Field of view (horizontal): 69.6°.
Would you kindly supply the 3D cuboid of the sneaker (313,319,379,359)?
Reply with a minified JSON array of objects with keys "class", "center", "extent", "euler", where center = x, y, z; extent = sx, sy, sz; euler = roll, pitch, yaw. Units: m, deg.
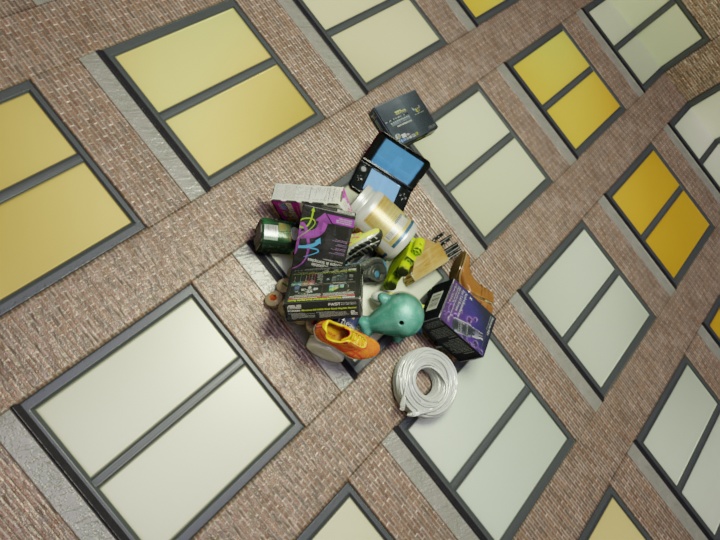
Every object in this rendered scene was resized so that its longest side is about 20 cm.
[{"class":"sneaker","center":[-0.027,0.183,1.331],"extent":[0.199,0.077,0.074],"euler":[22,67,-30]}]

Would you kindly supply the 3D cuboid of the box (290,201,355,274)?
[{"class":"box","center":[-0.101,-0.071,1.384],"extent":[0.141,0.036,0.202],"euler":[11,113,-5]}]

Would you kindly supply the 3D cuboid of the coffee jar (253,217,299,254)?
[{"class":"coffee jar","center":[-0.191,-0.090,1.448],"extent":[0.198,0.104,0.086],"euler":[6,70,-23]}]

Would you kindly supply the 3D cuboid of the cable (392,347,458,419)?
[{"class":"cable","center":[0.189,0.328,1.508],"extent":[0.198,0.069,0.202],"euler":[10,70,-22]}]

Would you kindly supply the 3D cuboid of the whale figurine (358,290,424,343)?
[{"class":"whale figurine","center":[0.082,0.140,1.458],"extent":[0.198,0.104,0.161],"euler":[-18,104,9]}]

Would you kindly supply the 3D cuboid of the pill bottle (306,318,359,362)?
[{"class":"pill bottle","center":[-0.063,0.140,1.429],"extent":[0.110,0.111,0.201],"euler":[28,65,-13]}]

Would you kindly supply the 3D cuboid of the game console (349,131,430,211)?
[{"class":"game console","center":[0.093,-0.301,1.633],"extent":[0.199,0.119,0.174],"euler":[30,64,-12]}]

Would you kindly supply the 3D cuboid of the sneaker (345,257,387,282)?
[{"class":"sneaker","center":[0.000,0.000,1.522],"extent":[0.199,0.081,0.074],"euler":[-3,91,-47]}]

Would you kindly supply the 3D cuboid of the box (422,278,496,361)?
[{"class":"box","center":[0.287,0.150,1.536],"extent":[0.200,0.104,0.149],"euler":[39,56,-18]}]

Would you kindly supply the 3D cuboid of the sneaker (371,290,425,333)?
[{"class":"sneaker","center":[0.117,0.131,1.533],"extent":[0.198,0.076,0.106],"euler":[19,68,-19]}]

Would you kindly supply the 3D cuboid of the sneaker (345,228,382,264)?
[{"class":"sneaker","center":[-0.031,-0.081,1.490],"extent":[0.199,0.078,0.091],"euler":[-26,65,14]}]

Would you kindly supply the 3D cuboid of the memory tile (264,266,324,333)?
[{"class":"memory tile","center":[-0.149,0.073,1.404],"extent":[0.199,0.017,0.154],"euler":[27,60,25]}]

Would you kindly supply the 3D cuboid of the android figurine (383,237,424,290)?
[{"class":"android figurine","center":[0.127,-0.024,1.528],"extent":[0.041,0.183,0.200],"euler":[34,32,-4]}]

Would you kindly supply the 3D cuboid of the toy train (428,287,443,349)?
[{"class":"toy train","center":[0.246,0.147,1.607],"extent":[0.056,0.042,0.202],"euler":[-2,75,-14]}]

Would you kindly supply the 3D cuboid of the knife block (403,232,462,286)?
[{"class":"knife block","center":[0.235,-0.029,1.641],"extent":[0.174,0.064,0.202],"euler":[18,67,-17]}]

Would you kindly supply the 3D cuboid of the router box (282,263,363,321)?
[{"class":"router box","center":[-0.090,0.056,1.336],"extent":[0.198,0.063,0.150],"euler":[-4,34,5]}]

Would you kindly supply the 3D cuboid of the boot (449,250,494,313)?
[{"class":"boot","center":[0.367,0.050,1.667],"extent":[0.154,0.077,0.202],"euler":[16,71,-17]}]

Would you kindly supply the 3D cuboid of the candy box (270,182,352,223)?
[{"class":"candy box","center":[-0.132,-0.179,1.437],"extent":[0.198,0.137,0.062],"euler":[6,68,12]}]

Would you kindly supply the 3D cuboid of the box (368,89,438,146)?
[{"class":"box","center":[0.147,-0.508,1.759],"extent":[0.199,0.051,0.159],"euler":[-30,87,-28]}]

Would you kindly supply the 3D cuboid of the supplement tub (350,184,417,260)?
[{"class":"supplement tub","center":[0.056,-0.144,1.552],"extent":[0.200,0.145,0.145],"euler":[42,62,-7]}]
